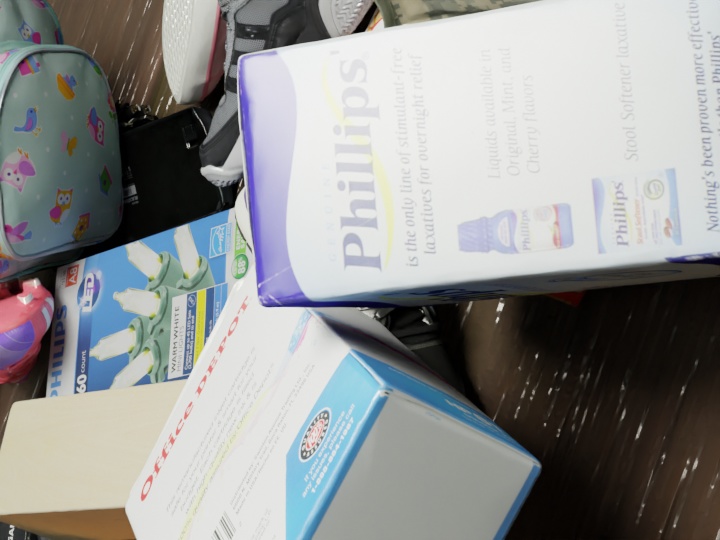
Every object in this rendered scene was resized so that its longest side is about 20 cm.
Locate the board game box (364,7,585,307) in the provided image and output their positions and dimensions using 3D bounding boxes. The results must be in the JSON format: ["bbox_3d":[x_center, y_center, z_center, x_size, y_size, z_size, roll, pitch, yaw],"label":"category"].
[{"bbox_3d":[0.072,-0.092,0.803,0.200,0.046,0.152,36,102,45],"label":"board game box"}]

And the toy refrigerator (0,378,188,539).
[{"bbox_3d":[-0.125,0.116,0.892,0.200,0.070,0.076,-11,60,37],"label":"toy refrigerator"}]

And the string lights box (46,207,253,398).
[{"bbox_3d":[-0.111,0.032,0.928,0.200,0.059,0.103,-16,66,42],"label":"string lights box"}]

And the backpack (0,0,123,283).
[{"bbox_3d":[-0.251,-0.091,0.977,0.153,0.176,0.200,-9,96,25],"label":"backpack"}]

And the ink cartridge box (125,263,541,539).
[{"bbox_3d":[-0.023,0.096,0.658,0.145,0.085,0.200,-62,24,5],"label":"ink cartridge box"}]

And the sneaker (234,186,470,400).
[{"bbox_3d":[0.000,0.000,0.785,0.200,0.076,0.088,56,139,26],"label":"sneaker"}]

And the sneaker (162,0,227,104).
[{"bbox_3d":[-0.065,-0.192,0.960,0.075,0.105,0.200,-118,35,-46],"label":"sneaker"}]

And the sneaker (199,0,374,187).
[{"bbox_3d":[-0.068,-0.148,0.893,0.200,0.114,0.075,-52,6,31],"label":"sneaker"}]

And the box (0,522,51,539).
[{"bbox_3d":[-0.275,0.250,1.020,0.198,0.050,0.200,-12,68,43],"label":"box"}]

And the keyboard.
[{"bbox_3d":[-0.157,-0.067,1.041,0.200,0.040,0.104,-14,89,40],"label":"keyboard"}]

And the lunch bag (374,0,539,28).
[{"bbox_3d":[0.107,-0.206,0.724,0.200,0.118,0.164,-1,49,34],"label":"lunch bag"}]

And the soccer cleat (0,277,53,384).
[{"bbox_3d":[-0.235,0.046,0.999,0.200,0.067,0.077,-168,62,-72],"label":"soccer cleat"}]

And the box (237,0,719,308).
[{"bbox_3d":[0.078,-0.043,0.633,0.200,0.184,0.105,-6,86,23],"label":"box"}]
